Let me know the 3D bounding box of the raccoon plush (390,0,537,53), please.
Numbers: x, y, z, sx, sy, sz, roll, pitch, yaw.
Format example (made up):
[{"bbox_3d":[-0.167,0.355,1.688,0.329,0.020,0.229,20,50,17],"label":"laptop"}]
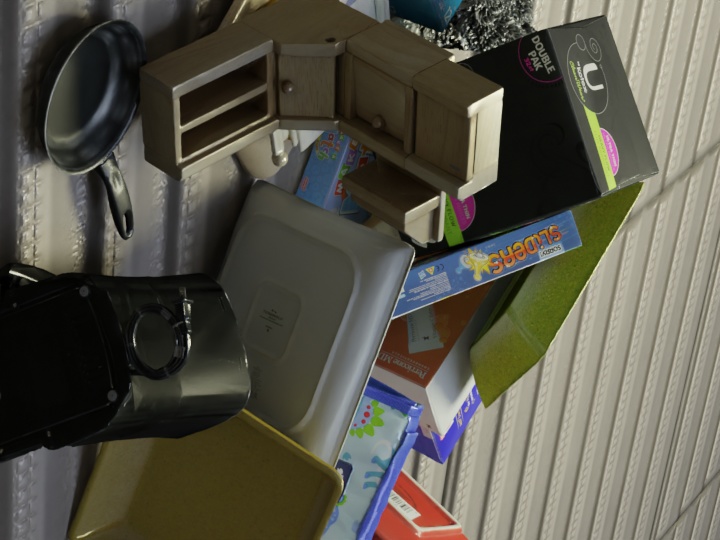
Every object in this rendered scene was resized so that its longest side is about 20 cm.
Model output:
[{"bbox_3d":[0.110,-0.267,1.809,0.200,0.096,0.135,-16,117,-59],"label":"raccoon plush"}]

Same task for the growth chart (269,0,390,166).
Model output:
[{"bbox_3d":[-0.025,-0.177,1.610,0.200,0.018,0.146,-45,144,-44],"label":"growth chart"}]

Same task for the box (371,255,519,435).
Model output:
[{"bbox_3d":[0.071,0.038,1.942,0.201,0.124,0.098,-56,153,-22],"label":"box"}]

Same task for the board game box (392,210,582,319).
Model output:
[{"bbox_3d":[0.075,0.002,1.726,0.199,0.135,0.035,-20,92,-25],"label":"board game box"}]

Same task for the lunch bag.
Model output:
[{"bbox_3d":[-0.060,0.153,1.689,0.127,0.199,0.171,10,103,-65],"label":"lunch bag"}]

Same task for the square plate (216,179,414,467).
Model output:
[{"bbox_3d":[-0.062,0.043,1.605,0.028,0.199,0.199,17,95,-46],"label":"square plate"}]

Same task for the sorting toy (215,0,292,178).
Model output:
[{"bbox_3d":[-0.050,-0.193,1.606,0.201,0.036,0.185,-58,154,-18],"label":"sorting toy"}]

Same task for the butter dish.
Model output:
[{"bbox_3d":[-0.008,0.263,1.928,0.148,0.200,0.199,-51,160,9],"label":"butter dish"}]

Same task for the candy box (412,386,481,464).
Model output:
[{"bbox_3d":[0.094,0.073,2.076,0.201,0.077,0.170,-57,155,-23],"label":"candy box"}]

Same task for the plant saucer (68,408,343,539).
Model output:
[{"bbox_3d":[-0.116,0.183,1.571,0.048,0.199,0.201,-29,146,-58],"label":"plant saucer"}]

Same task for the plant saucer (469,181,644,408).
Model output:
[{"bbox_3d":[0.170,0.014,1.848,0.201,0.048,0.200,-57,180,-21],"label":"plant saucer"}]

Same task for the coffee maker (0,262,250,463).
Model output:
[{"bbox_3d":[-0.161,0.068,1.426,0.200,0.191,0.136,-1,95,-65],"label":"coffee maker"}]

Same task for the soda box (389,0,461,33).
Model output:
[{"bbox_3d":[0.036,-0.286,1.661,0.064,0.067,0.200,-59,154,-16],"label":"soda box"}]

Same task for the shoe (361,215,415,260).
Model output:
[{"bbox_3d":[0.000,0.000,1.788,0.200,0.053,0.070,-42,159,-6],"label":"shoe"}]

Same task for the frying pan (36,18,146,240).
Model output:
[{"bbox_3d":[-0.180,-0.109,1.423,0.115,0.031,0.190,-61,158,-13],"label":"frying pan"}]

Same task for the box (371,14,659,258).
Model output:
[{"bbox_3d":[0.125,-0.113,1.696,0.124,0.199,0.150,-21,93,-57],"label":"box"}]

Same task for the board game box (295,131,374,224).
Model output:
[{"bbox_3d":[0.016,-0.105,1.814,0.200,0.036,0.152,6,106,-64],"label":"board game box"}]

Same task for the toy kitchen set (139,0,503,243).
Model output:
[{"bbox_3d":[-0.028,-0.074,1.459,0.180,0.199,0.164,-30,137,-35],"label":"toy kitchen set"}]
